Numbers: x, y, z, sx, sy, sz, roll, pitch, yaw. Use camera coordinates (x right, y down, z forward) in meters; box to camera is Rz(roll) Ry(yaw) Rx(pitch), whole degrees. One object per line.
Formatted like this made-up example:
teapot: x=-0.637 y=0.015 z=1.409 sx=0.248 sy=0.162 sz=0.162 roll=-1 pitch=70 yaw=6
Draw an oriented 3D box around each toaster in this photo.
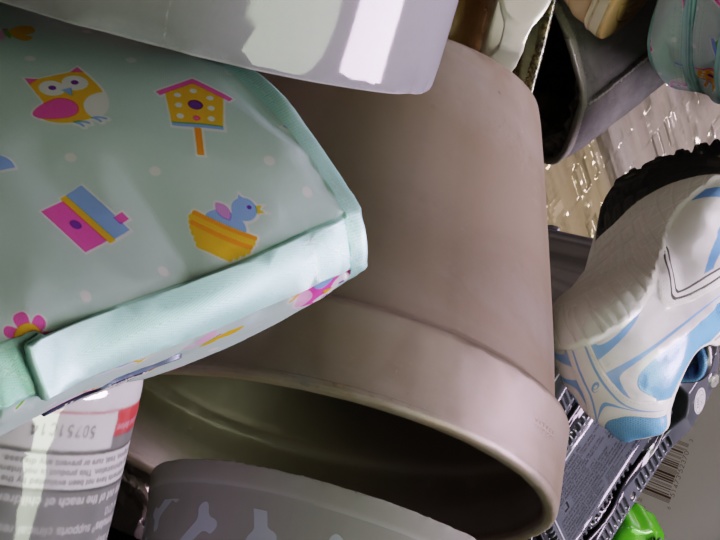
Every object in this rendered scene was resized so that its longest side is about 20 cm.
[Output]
toaster: x=0.065 y=0.067 z=1.362 sx=0.200 sy=0.129 sz=0.114 roll=-55 pitch=143 yaw=-21

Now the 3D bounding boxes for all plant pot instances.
plant pot: x=0.000 y=0.000 z=1.204 sx=0.200 sy=0.200 sz=0.174 roll=43 pitch=56 yaw=-54

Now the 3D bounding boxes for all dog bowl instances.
dog bowl: x=-0.004 y=0.145 z=1.230 sx=0.200 sy=0.200 sz=0.059 roll=47 pitch=58 yaw=-54

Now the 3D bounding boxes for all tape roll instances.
tape roll: x=-0.062 y=-0.118 z=1.020 sx=0.200 sy=0.200 sz=0.066 roll=0 pitch=108 yaw=-55

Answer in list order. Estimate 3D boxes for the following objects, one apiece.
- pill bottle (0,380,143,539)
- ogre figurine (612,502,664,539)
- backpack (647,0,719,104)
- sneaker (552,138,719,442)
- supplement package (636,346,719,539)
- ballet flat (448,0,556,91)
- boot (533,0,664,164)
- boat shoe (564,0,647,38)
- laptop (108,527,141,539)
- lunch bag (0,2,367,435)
pill bottle: x=-0.156 y=0.117 z=1.091 sx=0.114 sy=0.114 sz=0.200 roll=0 pitch=107 yaw=-55
ogre figurine: x=0.048 y=0.179 z=1.425 sx=0.200 sy=0.098 sz=0.120 roll=-29 pitch=140 yaw=-34
backpack: x=0.213 y=-0.124 z=1.354 sx=0.200 sy=0.126 sz=0.167 roll=-22 pitch=122 yaw=-68
sneaker: x=0.137 y=0.002 z=1.288 sx=0.200 sy=0.072 sz=0.073 roll=-51 pitch=124 yaw=-48
supplement package: x=0.231 y=0.131 z=1.608 sx=0.111 sy=0.156 sz=0.200 roll=13 pitch=96 yaw=-55
ballet flat: x=0.054 y=-0.096 z=1.307 sx=0.068 sy=0.075 sz=0.200 roll=13 pitch=98 yaw=-19
boot: x=0.152 y=-0.107 z=1.446 sx=0.200 sy=0.072 sz=0.182 roll=-46 pitch=127 yaw=-41
boat shoe: x=0.130 y=-0.188 z=1.362 sx=0.200 sy=0.069 sz=0.074 roll=-58 pitch=175 yaw=-37
laptop: x=-0.132 y=0.220 z=1.275 sx=0.177 sy=0.103 sz=0.200 roll=33 pitch=54 yaw=-56
lunch bag: x=-0.118 y=-0.011 z=0.976 sx=0.170 sy=0.200 sz=0.122 roll=-21 pitch=123 yaw=-36
